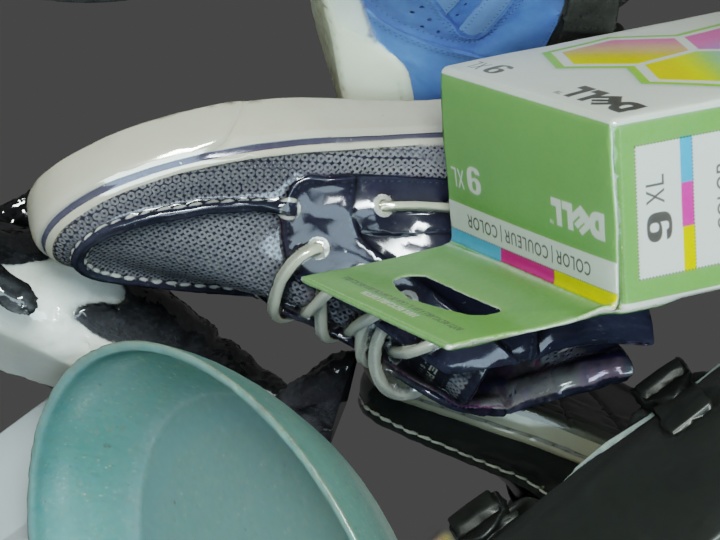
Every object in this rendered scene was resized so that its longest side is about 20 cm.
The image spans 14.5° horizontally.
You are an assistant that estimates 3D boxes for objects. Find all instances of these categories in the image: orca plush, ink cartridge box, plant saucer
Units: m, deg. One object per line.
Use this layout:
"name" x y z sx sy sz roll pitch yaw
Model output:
"orca plush" -0.094 -0.002 0.942 0.200 0.105 0.071 16 71 9
"ink cartridge box" 0.089 -0.034 0.840 0.200 0.104 0.059 -13 107 -23
"plant saucer" -0.035 0.113 0.896 0.036 0.200 0.200 -20 113 -36

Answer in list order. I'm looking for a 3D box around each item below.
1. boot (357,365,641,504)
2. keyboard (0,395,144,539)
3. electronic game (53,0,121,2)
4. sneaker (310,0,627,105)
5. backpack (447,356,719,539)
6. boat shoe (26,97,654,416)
"boot" 0.071 0.117 0.980 0.204 0.073 0.154 21 106 -14
"keyboard" -0.162 0.113 0.994 0.200 0.056 0.011 -36 144 10
"electronic game" -0.089 -0.183 0.898 0.200 0.042 0.200 0 109 -1
"sneaker" 0.033 -0.123 0.870 0.111 0.077 0.200 -16 142 -1
"backpack" 0.136 0.146 0.892 0.178 0.151 0.200 -37 126 -1
"boat shoe" 0.000 0.000 0.895 0.200 0.075 0.093 -7 64 -13
